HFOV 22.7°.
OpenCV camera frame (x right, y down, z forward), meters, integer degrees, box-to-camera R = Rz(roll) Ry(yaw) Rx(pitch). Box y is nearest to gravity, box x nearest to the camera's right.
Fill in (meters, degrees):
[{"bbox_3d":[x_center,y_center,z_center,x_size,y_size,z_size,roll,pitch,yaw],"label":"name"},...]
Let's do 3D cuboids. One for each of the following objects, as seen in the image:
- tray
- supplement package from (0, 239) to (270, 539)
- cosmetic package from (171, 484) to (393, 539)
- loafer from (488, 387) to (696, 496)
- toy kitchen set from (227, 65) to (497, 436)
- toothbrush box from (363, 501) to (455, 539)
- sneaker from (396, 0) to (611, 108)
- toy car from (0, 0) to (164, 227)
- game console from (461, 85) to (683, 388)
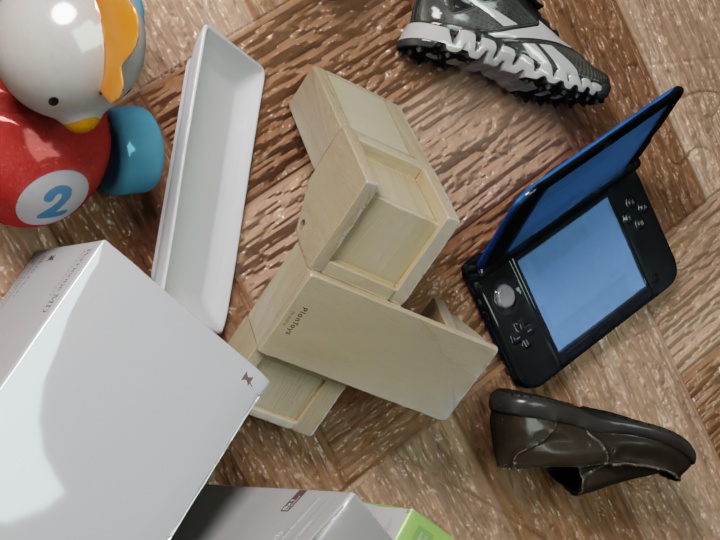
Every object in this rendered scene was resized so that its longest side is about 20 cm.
[{"bbox_3d":[-0.110,-0.062,1.257,0.107,0.022,0.200,32,65,-68],"label":"tray"},{"bbox_3d":[-0.187,0.106,1.164,0.156,0.111,0.200,43,65,-24],"label":"supplement package"},{"bbox_3d":[-0.065,0.206,1.188,0.107,0.200,0.090,-49,115,-28],"label":"cosmetic package"},{"bbox_3d":[0.180,0.146,1.440,0.200,0.073,0.071,15,88,-27],"label":"loafer"},{"bbox_3d":[0.000,0.000,1.321,0.163,0.181,0.200,23,114,-27],"label":"toy kitchen set"},{"bbox_3d":[0.051,0.283,1.326,0.200,0.086,0.146,38,70,-25],"label":"toothbrush box"},{"bbox_3d":[0.123,-0.188,1.417,0.200,0.066,0.091,15,81,-30],"label":"sneaker"},{"bbox_3d":[-0.190,-0.120,1.123,0.184,0.200,0.177,-10,92,-33],"label":"toy car"},{"bbox_3d":[0.191,-0.025,1.421,0.200,0.118,0.171,-34,105,-30],"label":"game console"}]
